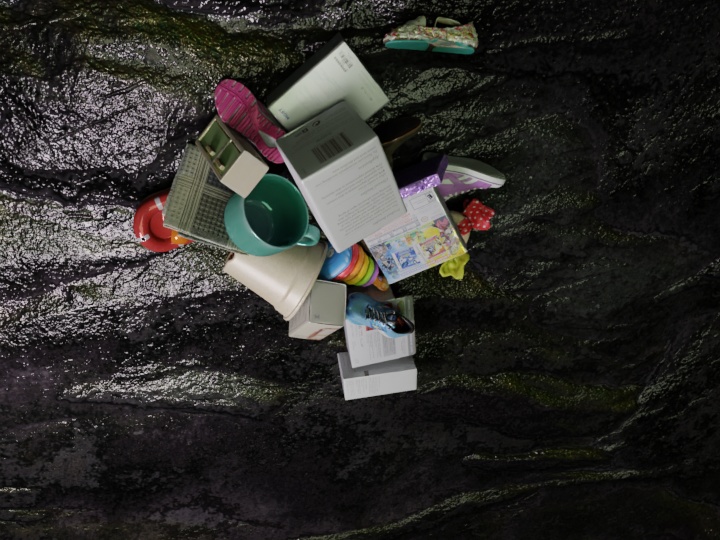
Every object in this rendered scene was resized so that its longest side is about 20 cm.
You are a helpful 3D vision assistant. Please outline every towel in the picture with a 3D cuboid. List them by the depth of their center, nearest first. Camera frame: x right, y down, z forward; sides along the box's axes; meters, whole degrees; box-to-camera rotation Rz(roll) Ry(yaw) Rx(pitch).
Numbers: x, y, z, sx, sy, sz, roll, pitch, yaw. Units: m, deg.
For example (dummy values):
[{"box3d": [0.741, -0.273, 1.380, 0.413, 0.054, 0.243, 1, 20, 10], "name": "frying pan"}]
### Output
[{"box3d": [-0.301, -0.144, 1.313, 0.191, 0.201, 0.034, 21, 155, -23], "name": "towel"}]

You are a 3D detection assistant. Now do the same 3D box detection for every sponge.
[{"box3d": [0.091, -0.186, 1.354, 0.199, 0.112, 0.030, -19, 115, 26], "name": "sponge"}]

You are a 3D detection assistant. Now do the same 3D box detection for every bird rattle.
[{"box3d": [0.216, -0.079, 1.467, 0.162, 0.113, 0.201, 3, 129, -34], "name": "bird rattle"}]

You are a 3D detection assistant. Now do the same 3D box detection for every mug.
[{"box3d": [-0.189, -0.093, 1.274, 0.114, 0.152, 0.186, -17, 112, 49], "name": "mug"}]

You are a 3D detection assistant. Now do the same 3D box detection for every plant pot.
[{"box3d": [-0.200, -0.017, 1.413, 0.183, 0.201, 0.201, 28, 115, -14], "name": "plant pot"}]

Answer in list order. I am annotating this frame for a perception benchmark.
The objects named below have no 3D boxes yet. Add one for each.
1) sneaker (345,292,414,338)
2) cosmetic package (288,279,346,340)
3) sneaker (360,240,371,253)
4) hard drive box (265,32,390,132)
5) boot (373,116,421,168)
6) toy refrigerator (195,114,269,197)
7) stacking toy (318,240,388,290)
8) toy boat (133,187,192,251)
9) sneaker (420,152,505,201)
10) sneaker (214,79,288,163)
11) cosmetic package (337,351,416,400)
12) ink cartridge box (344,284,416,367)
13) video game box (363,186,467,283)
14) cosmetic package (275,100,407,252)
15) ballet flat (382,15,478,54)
[{"box3d": [0.048, 0.103, 1.473, 0.199, 0.090, 0.079, 23, 76, -32], "name": "sneaker"}, {"box3d": [-0.104, 0.097, 1.484, 0.087, 0.104, 0.200, 9, 164, -17], "name": "cosmetic package"}, {"box3d": [0.094, -0.102, 1.485, 0.199, 0.071, 0.076, -21, 145, 6], "name": "sneaker"}, {"box3d": [-0.067, -0.348, 1.271, 0.199, 0.077, 0.156, -36, 122, 13], "name": "hard drive box"}, {"box3d": [0.054, -0.257, 1.368, 0.199, 0.075, 0.097, -23, 136, 15], "name": "boot"}, {"box3d": [-0.255, -0.227, 1.221, 0.076, 0.200, 0.070, -48, 132, 8], "name": "toy refrigerator"}, {"box3d": [0.000, 0.000, 1.498, 0.199, 0.117, 0.110, 30, 126, -35], "name": "stacking toy"}, {"box3d": [-0.386, -0.102, 1.341, 0.199, 0.131, 0.131, -20, 125, 2], "name": "toy boat"}, {"box3d": [0.223, -0.196, 1.436, 0.199, 0.073, 0.115, 11, 122, -5], "name": "sneaker"}, {"box3d": [-0.215, -0.299, 1.275, 0.081, 0.088, 0.200, -41, 99, 6], "name": "sneaker"}, {"box3d": [0.046, 0.270, 1.685, 0.198, 0.113, 0.082, -10, 125, -6], "name": "cosmetic package"}, {"box3d": [0.046, 0.135, 1.611, 0.174, 0.084, 0.201, -10, 125, -6], "name": "ink cartridge box"}, {"box3d": [0.111, -0.084, 1.399, 0.199, 0.047, 0.183, -22, 111, 21], "name": "video game box"}, {"box3d": [-0.037, -0.182, 1.232, 0.167, 0.167, 0.201, -30, 135, -4], "name": "cosmetic package"}, {"box3d": [0.139, -0.470, 1.246, 0.198, 0.076, 0.064, -1, 93, -16], "name": "ballet flat"}]
